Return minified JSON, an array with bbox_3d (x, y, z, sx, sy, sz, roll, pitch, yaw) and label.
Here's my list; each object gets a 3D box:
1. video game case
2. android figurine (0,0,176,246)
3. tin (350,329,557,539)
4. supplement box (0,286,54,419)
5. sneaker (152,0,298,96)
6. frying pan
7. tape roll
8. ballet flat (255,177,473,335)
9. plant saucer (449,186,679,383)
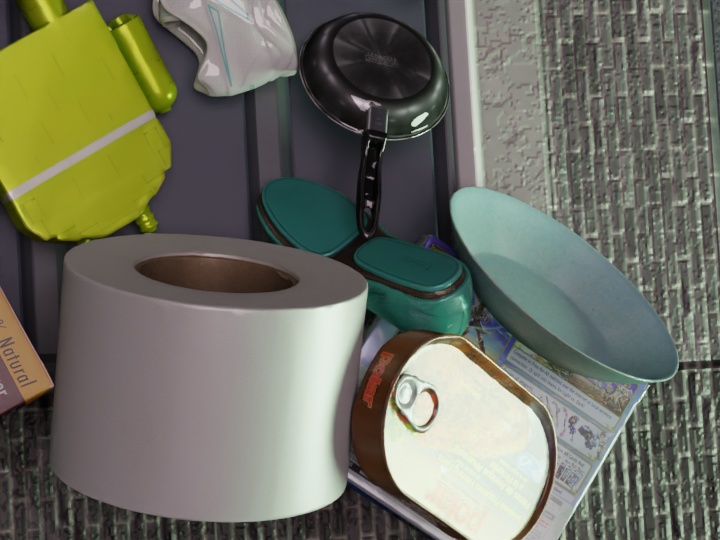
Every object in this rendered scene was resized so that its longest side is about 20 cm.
[{"bbox_3d":[0.080,0.105,1.421,0.199,0.045,0.182,34,81,-8],"label":"video game case"},{"bbox_3d":[-0.210,-0.103,1.365,0.181,0.041,0.201,-34,102,-20],"label":"android figurine"},{"bbox_3d":[0.065,0.116,1.323,0.200,0.042,0.113,41,64,-44],"label":"tin"},{"bbox_3d":[-0.336,0.040,1.293,0.199,0.133,0.199,-29,92,-12],"label":"supplement box"},{"bbox_3d":[-0.117,-0.218,1.392,0.080,0.070,0.202,-25,92,-10],"label":"sneaker"},{"bbox_3d":[-0.003,-0.118,1.388,0.114,0.031,0.191,28,51,2],"label":"frying pan"},{"bbox_3d":[-0.100,0.066,1.286,0.200,0.203,0.141,3,102,-12],"label":"tape roll"},{"bbox_3d":[0.000,0.000,1.372,0.067,0.199,0.071,-35,134,-29],"label":"ballet flat"},{"bbox_3d":[0.134,0.020,1.385,0.200,0.201,0.039,34,113,-8],"label":"plant saucer"}]
